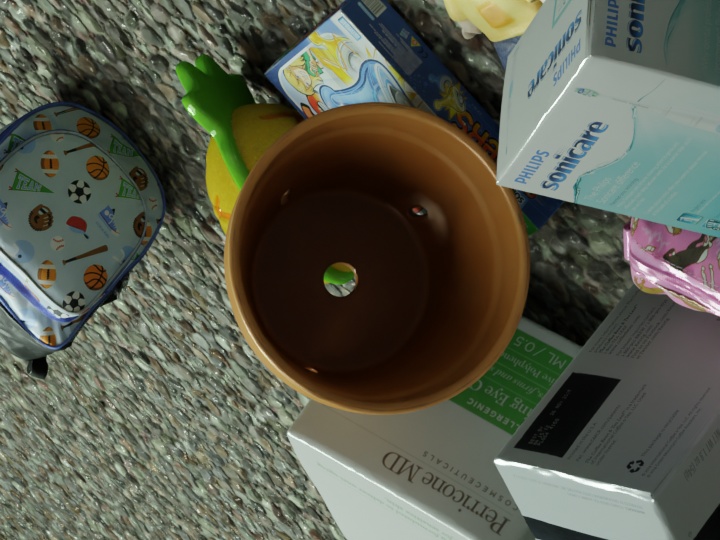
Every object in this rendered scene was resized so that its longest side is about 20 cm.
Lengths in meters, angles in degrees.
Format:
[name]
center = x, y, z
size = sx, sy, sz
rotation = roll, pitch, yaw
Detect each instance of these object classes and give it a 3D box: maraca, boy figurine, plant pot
[maraca]
center = -0.066, -0.074, 1.479
size = 0.200, 0.107, 0.137
rotation = 53, -164, -1
[boy figurine]
center = 0.084, -0.166, 1.204
size = 0.200, 0.064, 0.124
rotation = 53, 160, -22
[plant pot]
center = 0.000, 0.000, 1.350
size = 0.200, 0.200, 0.140
rotation = 45, 166, -3

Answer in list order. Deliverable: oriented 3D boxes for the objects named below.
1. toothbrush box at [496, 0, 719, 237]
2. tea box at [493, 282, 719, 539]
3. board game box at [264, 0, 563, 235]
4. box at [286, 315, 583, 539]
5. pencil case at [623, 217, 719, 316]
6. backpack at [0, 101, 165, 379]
[toothbrush box]
center = 0.187, -0.089, 1.056
size = 0.198, 0.086, 0.147
rotation = 11, 154, -10
[tea box]
center = 0.221, 0.131, 1.288
size = 0.133, 0.200, 0.197
rotation = 9, 139, 46
[board game box]
center = 0.035, -0.094, 1.399
size = 0.200, 0.034, 0.135
rotation = 47, 152, -7
[box]
center = 0.087, 0.138, 1.474
size = 0.198, 0.172, 0.200
rotation = 28, 161, 27
[pencil case]
center = 0.244, 0.010, 1.175
size = 0.086, 0.083, 0.200
rotation = 24, -174, -45
[backpack]
center = -0.263, -0.046, 1.699
size = 0.200, 0.191, 0.154
rotation = 48, 147, -18
